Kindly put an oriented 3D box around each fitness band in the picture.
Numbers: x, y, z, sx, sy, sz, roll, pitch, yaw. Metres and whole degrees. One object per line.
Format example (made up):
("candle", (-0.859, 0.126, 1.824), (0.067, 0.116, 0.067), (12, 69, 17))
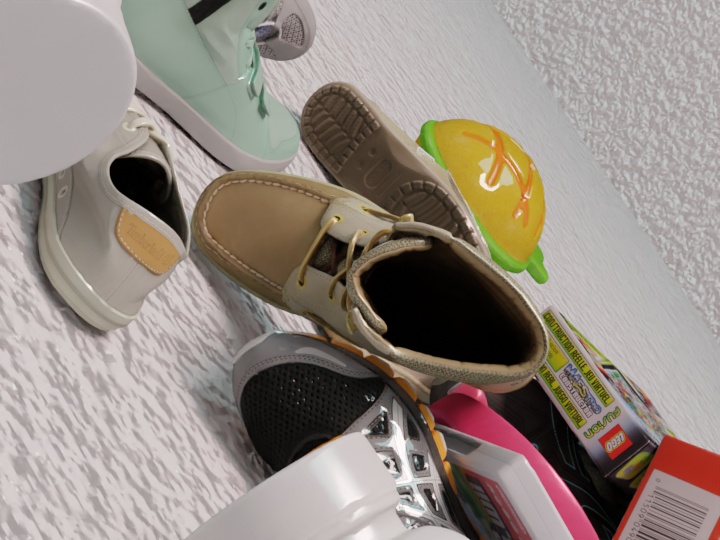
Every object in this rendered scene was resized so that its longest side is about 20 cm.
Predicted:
("fitness band", (0.087, 0.141, 0.875), (0.144, 0.037, 0.201), (55, -11, 34))

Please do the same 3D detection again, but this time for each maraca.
("maraca", (0.102, -0.054, 1.324), (0.200, 0.106, 0.138), (29, 36, -60))

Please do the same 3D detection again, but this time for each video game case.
("video game case", (0.077, 0.143, 0.797), (0.144, 0.017, 0.200), (60, -11, -7))

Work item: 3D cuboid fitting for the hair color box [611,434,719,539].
("hair color box", (0.212, 0.192, 0.985), (0.063, 0.112, 0.200), (21, -15, 33))

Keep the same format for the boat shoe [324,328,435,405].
("boat shoe", (0.044, 0.036, 1.016), (0.074, 0.069, 0.200), (59, 15, 16))

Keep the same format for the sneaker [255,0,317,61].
("sneaker", (-0.098, -0.175, 1.069), (0.199, 0.074, 0.083), (25, 46, -51))

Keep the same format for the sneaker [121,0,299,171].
("sneaker", (-0.062, -0.132, 0.955), (0.200, 0.118, 0.074), (35, 22, -55))

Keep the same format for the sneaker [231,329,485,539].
("sneaker", (0.008, 0.114, 0.725), (0.201, 0.078, 0.077), (53, 24, -2))

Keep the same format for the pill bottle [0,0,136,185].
("pill bottle", (-0.162, -0.139, 0.662), (0.114, 0.114, 0.201), (36, 23, -50))

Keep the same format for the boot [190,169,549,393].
("boot", (0.000, 0.000, 0.780), (0.198, 0.073, 0.155), (26, -1, 6))

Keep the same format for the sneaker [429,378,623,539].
("sneaker", (0.114, 0.139, 1.002), (0.200, 0.075, 0.079), (50, 18, -17))

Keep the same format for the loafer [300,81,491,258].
("loafer", (0.036, -0.053, 1.176), (0.201, 0.075, 0.068), (57, 21, 9))

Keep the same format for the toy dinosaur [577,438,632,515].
("toy dinosaur", (0.164, 0.161, 1.124), (0.102, 0.077, 0.201), (38, 16, -23))

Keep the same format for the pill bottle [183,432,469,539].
("pill bottle", (0.018, 0.163, 0.570), (0.201, 0.112, 0.112), (58, 15, 11))

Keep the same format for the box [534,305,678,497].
("box", (0.170, 0.102, 1.036), (0.111, 0.035, 0.200), (57, 10, 31))

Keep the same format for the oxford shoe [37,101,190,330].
("oxford shoe", (-0.114, -0.053, 0.741), (0.075, 0.058, 0.201), (41, 18, -36))
